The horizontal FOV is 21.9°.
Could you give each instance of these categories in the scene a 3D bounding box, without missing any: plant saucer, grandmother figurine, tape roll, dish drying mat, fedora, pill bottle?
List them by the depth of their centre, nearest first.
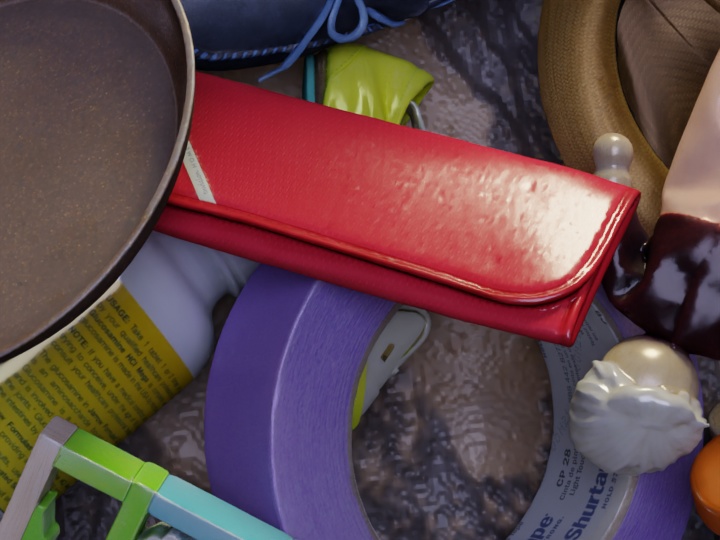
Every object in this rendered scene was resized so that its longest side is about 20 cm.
[{"bbox_3d":[-0.003,-0.028,0.689,0.199,0.018,0.077,16,53,20],"label":"dish drying mat"},{"bbox_3d":[-0.146,-0.041,0.704,0.199,0.035,0.201,-11,58,18],"label":"plant saucer"},{"bbox_3d":[0.142,-0.010,0.728,0.121,0.061,0.201,26,83,20],"label":"grandmother figurine"},{"bbox_3d":[0.040,0.063,0.747,0.199,0.066,0.201,0,90,-29],"label":"tape roll"},{"bbox_3d":[-0.133,0.028,0.755,0.200,0.112,0.113,-40,85,-9],"label":"pill bottle"},{"bbox_3d":[0.167,-0.076,0.809,0.199,0.082,0.202,1,81,-4],"label":"fedora"}]

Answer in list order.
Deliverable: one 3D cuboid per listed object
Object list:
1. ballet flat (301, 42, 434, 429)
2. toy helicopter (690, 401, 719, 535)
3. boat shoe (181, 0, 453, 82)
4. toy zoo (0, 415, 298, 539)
[{"bbox_3d":[0.000,0.000,0.794,0.067,0.067,0.201,7,78,-5],"label":"ballet flat"},{"bbox_3d":[0.210,0.051,0.762,0.132,0.079,0.201,-6,43,19],"label":"toy helicopter"},{"bbox_3d":[0.006,-0.141,0.778,0.199,0.069,0.084,-28,109,-14],"label":"boat shoe"},{"bbox_3d":[-0.051,0.154,0.687,0.199,0.020,0.132,28,110,1],"label":"toy zoo"}]
